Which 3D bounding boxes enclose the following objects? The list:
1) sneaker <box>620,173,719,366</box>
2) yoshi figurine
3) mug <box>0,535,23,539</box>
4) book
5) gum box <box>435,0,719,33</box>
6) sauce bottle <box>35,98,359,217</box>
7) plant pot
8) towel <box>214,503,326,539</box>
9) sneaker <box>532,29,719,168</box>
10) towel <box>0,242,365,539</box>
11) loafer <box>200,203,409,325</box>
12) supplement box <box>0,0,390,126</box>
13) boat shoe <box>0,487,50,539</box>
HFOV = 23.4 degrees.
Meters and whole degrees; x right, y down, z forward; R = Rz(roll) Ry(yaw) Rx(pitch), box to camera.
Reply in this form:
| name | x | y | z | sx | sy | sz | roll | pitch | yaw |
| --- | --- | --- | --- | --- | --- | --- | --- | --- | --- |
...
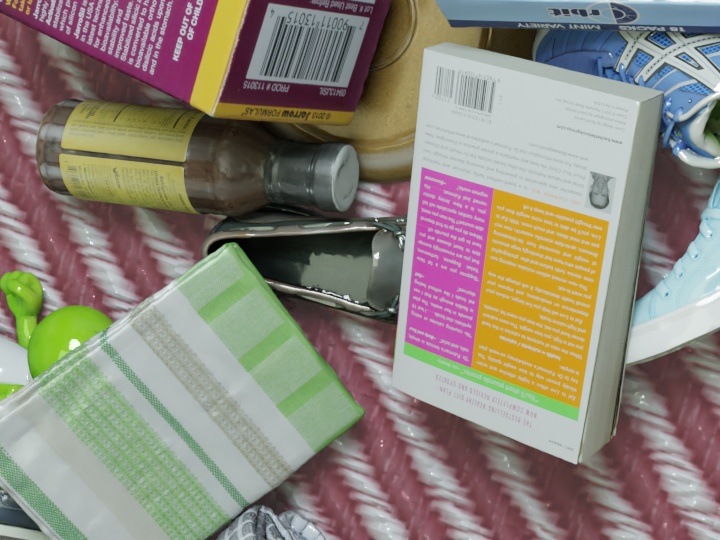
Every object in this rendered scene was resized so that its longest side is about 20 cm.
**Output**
| name | x | y | z | sx | sy | sz | roll | pitch | yaw |
| --- | --- | --- | --- | --- | --- | --- | --- | --- | --- |
| sneaker | 0.211 | -0.020 | 0.964 | 0.199 | 0.074 | 0.082 | -31 | 81 | 12 |
| yoshi figurine | -0.221 | 0.058 | 1.101 | 0.199 | 0.112 | 0.113 | -1 | 92 | 16 |
| mug | -0.324 | 0.196 | 1.133 | 0.186 | 0.153 | 0.150 | 20 | 105 | 15 |
| book | 0.085 | -0.012 | 0.950 | 0.133 | 0.048 | 0.201 | 18 | 114 | 30 |
| gum box | 0.136 | -0.227 | 0.923 | 0.169 | 0.045 | 0.201 | 5 | 77 | 18 |
| sauce bottle | -0.098 | -0.065 | 1.052 | 0.199 | 0.065 | 0.065 | 9 | 102 | 22 |
| plant pot | 0.005 | -0.151 | 1.029 | 0.199 | 0.027 | 0.201 | 3 | 100 | 18 |
| towel | -0.059 | 0.266 | 1.052 | 0.166 | 0.085 | 0.200 | -49 | 51 | 18 |
| sneaker | 0.173 | -0.103 | 0.929 | 0.199 | 0.077 | 0.076 | 14 | 138 | 37 |
| towel | -0.116 | 0.091 | 1.045 | 0.200 | 0.031 | 0.149 | -36 | 114 | 3 |
| loafer | 0.000 | 0.000 | 1.037 | 0.199 | 0.063 | 0.072 | 6 | 101 | 18 |
| supplement box | -0.099 | -0.164 | 0.981 | 0.199 | 0.131 | 0.104 | 27 | 107 | 30 |
| boat shoe | -0.192 | 0.142 | 1.100 | 0.199 | 0.075 | 0.062 | 18 | 97 | -4 |
